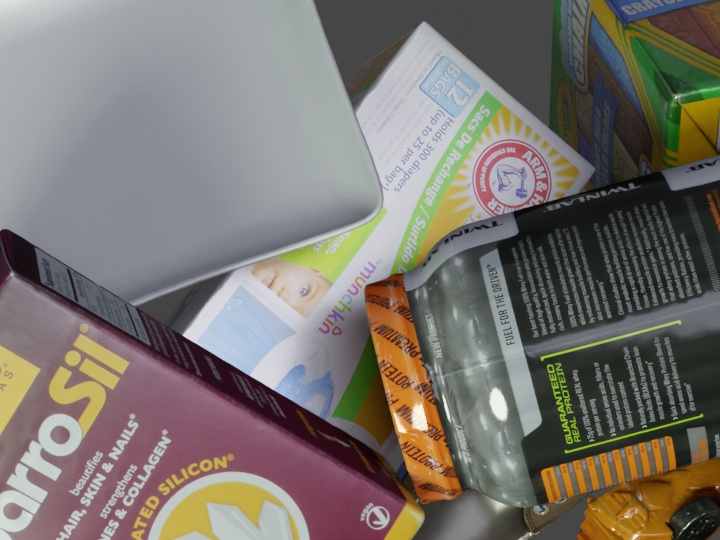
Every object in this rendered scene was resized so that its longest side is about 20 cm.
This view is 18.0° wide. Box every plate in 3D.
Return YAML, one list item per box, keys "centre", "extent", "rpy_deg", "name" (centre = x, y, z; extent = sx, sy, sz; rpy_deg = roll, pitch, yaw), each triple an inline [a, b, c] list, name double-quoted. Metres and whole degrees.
- centre: [-0.104, -0.066, 1.016]
  extent: [0.199, 0.032, 0.201]
  rpy_deg: [-21, 60, 3]
  name: "plate"

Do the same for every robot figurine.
- centre: [0.210, 0.118, 1.100]
  extent: [0.199, 0.058, 0.145]
  rpy_deg: [-21, 55, -28]
  name: "robot figurine"

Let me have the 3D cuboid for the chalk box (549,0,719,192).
- centre: [0.164, -0.096, 1.079]
  extent: [0.124, 0.200, 0.124]
  rpy_deg: [-12, 130, -12]
  name: "chalk box"

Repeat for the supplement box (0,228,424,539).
- centre: [-0.089, 0.086, 0.928]
  extent: [0.199, 0.086, 0.111]
  rpy_deg: [32, 94, -16]
  name: "supplement box"

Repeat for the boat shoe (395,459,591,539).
- centre: [0.085, 0.082, 1.086]
  extent: [0.200, 0.072, 0.072]
  rpy_deg: [-42, 93, -17]
  name: "boat shoe"

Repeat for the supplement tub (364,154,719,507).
- centre: [0.108, 0.026, 0.950]
  extent: [0.199, 0.123, 0.123]
  rpy_deg: [-15, 88, 3]
  name: "supplement tub"

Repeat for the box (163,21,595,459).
- centre: [0.000, 0.000, 1.057]
  extent: [0.112, 0.101, 0.200]
  rpy_deg: [39, 76, -8]
  name: "box"
